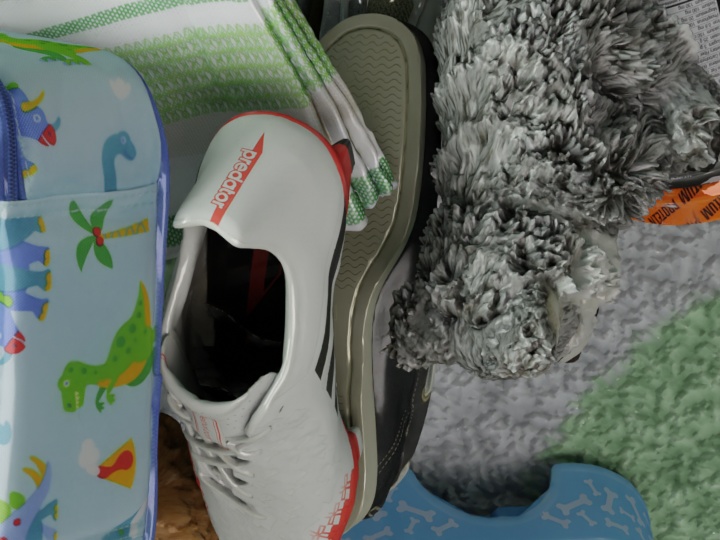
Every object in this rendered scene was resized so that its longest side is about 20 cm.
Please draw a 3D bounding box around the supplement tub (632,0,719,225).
[{"bbox_3d":[0.111,-0.123,0.787,0.122,0.123,0.200,-23,126,-2],"label":"supplement tub"}]

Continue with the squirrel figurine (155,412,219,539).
[{"bbox_3d":[-0.147,0.133,0.847,0.200,0.142,0.187,-22,157,-25],"label":"squirrel figurine"}]

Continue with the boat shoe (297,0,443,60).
[{"bbox_3d":[-0.023,-0.051,0.825,0.065,0.074,0.202,19,111,-20],"label":"boat shoe"}]

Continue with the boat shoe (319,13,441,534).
[{"bbox_3d":[0.000,0.000,0.789,0.068,0.072,0.200,-14,114,-56],"label":"boat shoe"}]

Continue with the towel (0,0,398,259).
[{"bbox_3d":[-0.093,-0.080,0.705,0.149,0.031,0.200,-11,130,26],"label":"towel"}]

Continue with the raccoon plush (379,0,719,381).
[{"bbox_3d":[0.033,-0.055,0.708,0.200,0.097,0.134,50,58,-14],"label":"raccoon plush"}]

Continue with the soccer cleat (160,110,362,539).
[{"bbox_3d":[-0.039,0.040,0.706,0.069,0.085,0.200,15,126,16],"label":"soccer cleat"}]

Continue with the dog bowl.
[{"bbox_3d":[0.054,0.152,0.983,0.200,0.050,0.112,1,122,-19],"label":"dog bowl"}]

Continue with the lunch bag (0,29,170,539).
[{"bbox_3d":[-0.141,0.020,0.674,0.082,0.161,0.200,-9,108,-44],"label":"lunch bag"}]
